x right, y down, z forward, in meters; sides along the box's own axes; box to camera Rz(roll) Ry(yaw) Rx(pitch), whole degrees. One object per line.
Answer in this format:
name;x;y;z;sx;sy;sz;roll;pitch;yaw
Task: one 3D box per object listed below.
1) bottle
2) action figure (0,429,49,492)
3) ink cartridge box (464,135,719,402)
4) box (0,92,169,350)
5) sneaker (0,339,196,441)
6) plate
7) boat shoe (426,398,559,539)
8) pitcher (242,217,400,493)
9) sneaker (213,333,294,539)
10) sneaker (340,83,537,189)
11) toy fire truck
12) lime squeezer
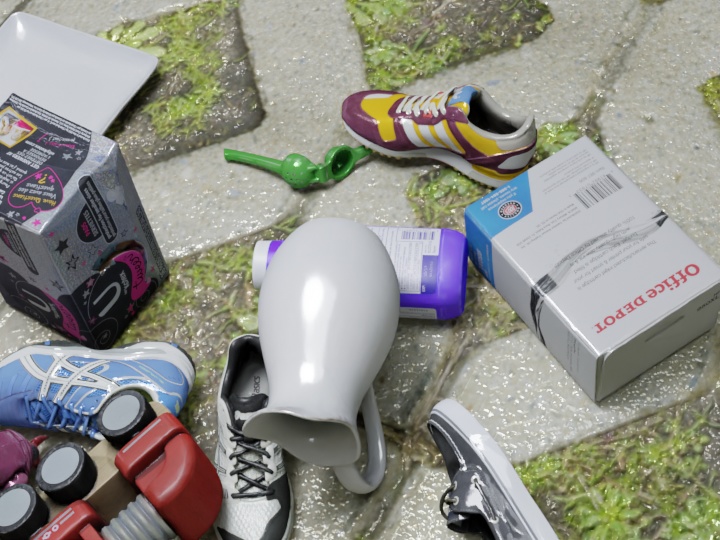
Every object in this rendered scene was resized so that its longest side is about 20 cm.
bottle;0.000;0.000;1.225;0.198;0.066;0.084;2;59;8
action figure;-0.339;0.164;1.102;0.134;0.150;0.199;46;38;21
ink cartridge box;0.208;-0.003;1.191;0.144;0.085;0.200;-30;57;-13
box;-0.274;-0.036;1.200;0.131;0.201;0.115;25;63;22
sneaker;-0.247;0.109;1.163;0.198;0.076;0.077;-9;30;3
plate;-0.342;-0.177;1.408;0.198;0.032;0.201;20;61;19
boat shoe;0.101;0.197;1.082;0.066;0.070;0.201;-27;64;-14
pitcher;-0.019;0.073;1.119;0.120;0.172;0.202;-11;52;26
sneaker;-0.098;0.148;1.123;0.075;0.088;0.202;-6;57;0
sneaker;0.078;-0.152;1.292;0.198;0.091;0.075;17;52;6
toy fire truck;-0.183;0.205;1.031;0.176;0.129;0.200;-40;45;-13
lime squeezer;-0.039;-0.112;1.334;0.198;0.038;0.071;-10;23;1
